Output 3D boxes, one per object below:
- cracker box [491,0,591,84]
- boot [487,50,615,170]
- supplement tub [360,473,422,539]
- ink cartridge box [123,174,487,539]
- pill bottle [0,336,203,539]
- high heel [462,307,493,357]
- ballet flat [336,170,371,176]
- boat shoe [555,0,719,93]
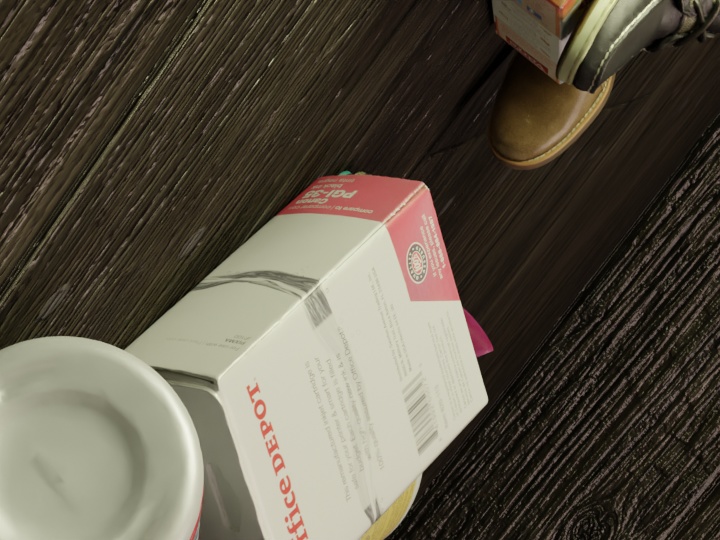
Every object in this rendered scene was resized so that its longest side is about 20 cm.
[{"bbox_3d":[0.136,-0.193,1.374,0.134,0.058,0.200,-51,171,-3],"label":"cracker box"},{"bbox_3d":[0.140,-0.160,1.558,0.200,0.073,0.075,-57,157,-4],"label":"boot"},{"bbox_3d":[-0.046,0.121,1.459,0.146,0.145,0.200,-54,172,22],"label":"supplement tub"},{"bbox_3d":[-0.030,0.061,1.273,0.200,0.083,0.147,-43,127,-41],"label":"ink cartridge box"},{"bbox_3d":[-0.130,0.113,1.064,0.120,0.119,0.200,-48,172,-17],"label":"pill bottle"},{"bbox_3d":[0.015,0.099,1.861,0.200,0.096,0.067,-53,172,16],"label":"high heel"},{"bbox_3d":[0.000,0.000,1.450,0.072,0.072,0.200,-49,172,-12],"label":"ballet flat"},{"bbox_3d":[0.185,-0.161,1.344,0.201,0.066,0.072,-47,170,-32],"label":"boat shoe"}]
